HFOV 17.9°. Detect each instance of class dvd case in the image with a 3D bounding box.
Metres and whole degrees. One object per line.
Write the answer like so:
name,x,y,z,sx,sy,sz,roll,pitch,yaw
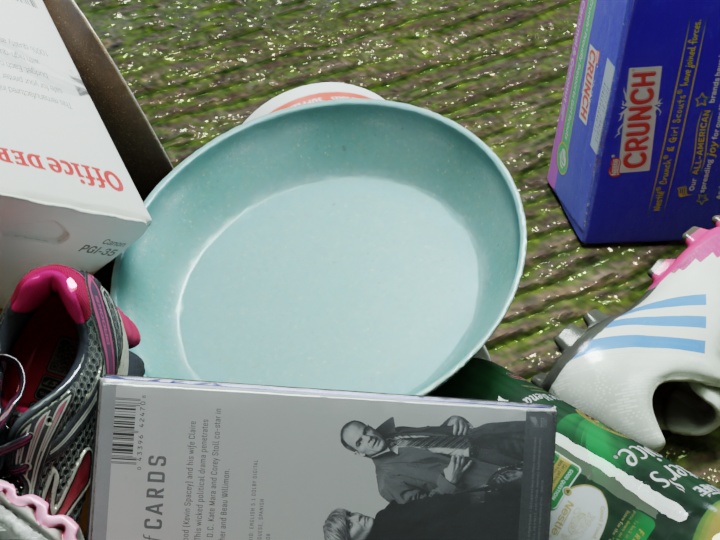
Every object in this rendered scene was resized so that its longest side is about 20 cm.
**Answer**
dvd case,-0.018,0.126,0.976,0.198,0.152,0.025,4,-1,-8

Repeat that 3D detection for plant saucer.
plant saucer,-0.018,0.005,1.073,0.198,0.036,0.201,-8,50,9
plant saucer,-0.142,-0.080,1.205,0.032,0.201,0.200,-32,47,-9

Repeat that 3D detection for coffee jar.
coffee jar,0.115,0.121,1.042,0.199,0.086,0.104,30,0,25

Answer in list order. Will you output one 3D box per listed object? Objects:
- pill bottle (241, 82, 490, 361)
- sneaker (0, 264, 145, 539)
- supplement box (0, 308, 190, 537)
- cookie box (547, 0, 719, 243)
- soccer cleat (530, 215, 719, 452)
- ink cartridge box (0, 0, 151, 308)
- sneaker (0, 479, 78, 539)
pill bottle,0.000,0.000,1.177,0.110,0.112,0.201,-2,36,-17
sneaker,-0.154,0.093,0.983,0.080,0.075,0.202,8,69,12
supplement box,-0.139,0.073,1.077,0.199,0.069,0.067,23,30,16
cookie box,0.223,-0.109,1.338,0.198,0.172,0.075,-2,33,-17
soccer cleat,0.171,0.042,1.213,0.086,0.070,0.200,42,46,15
ink cartridge box,-0.203,-0.087,1.063,0.146,0.083,0.201,11,46,-58
sneaker,-0.122,0.172,0.893,0.095,0.079,0.200,-35,83,-28
